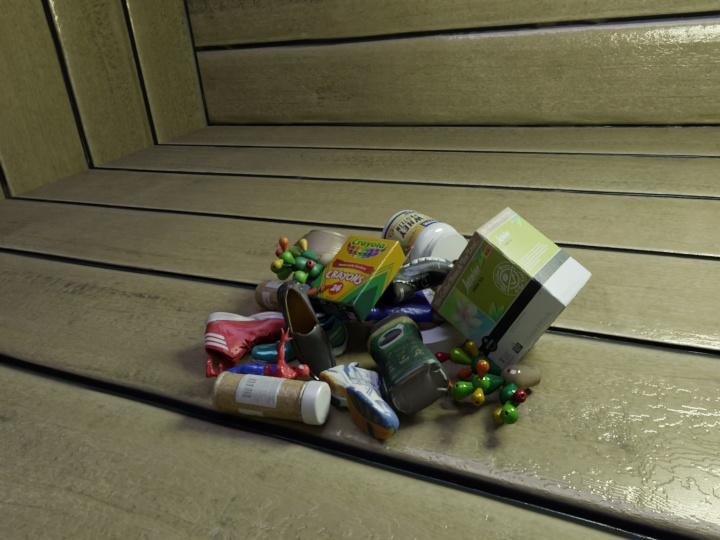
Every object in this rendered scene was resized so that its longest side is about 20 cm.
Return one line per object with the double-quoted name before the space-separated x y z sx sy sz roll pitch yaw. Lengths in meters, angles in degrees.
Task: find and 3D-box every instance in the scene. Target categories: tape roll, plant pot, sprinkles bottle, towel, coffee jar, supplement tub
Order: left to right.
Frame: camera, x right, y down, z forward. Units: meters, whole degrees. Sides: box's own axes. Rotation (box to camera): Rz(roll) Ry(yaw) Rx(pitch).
"sprinkles bottle" -0.152 0.215 1.017 0.196 0.069 0.068 3 26 19
"sprinkles bottle" -0.169 0.058 1.314 0.067 0.069 0.199 -20 11 -27
"plant pot" -0.079 -0.038 1.411 0.197 0.094 0.201 11 -10 2
"towel" 0.037 0.064 1.223 0.196 0.050 0.148 2 28 -13
"coffee jar" 0.075 0.154 1.045 0.103 0.086 0.200 -32 26 2
"tape roll" 0.123 0.112 1.232 0.199 0.038 0.203 -5 24 2
"supplement tub" 0.156 -0.057 1.457 0.143 0.147 0.199 -19 27 -26

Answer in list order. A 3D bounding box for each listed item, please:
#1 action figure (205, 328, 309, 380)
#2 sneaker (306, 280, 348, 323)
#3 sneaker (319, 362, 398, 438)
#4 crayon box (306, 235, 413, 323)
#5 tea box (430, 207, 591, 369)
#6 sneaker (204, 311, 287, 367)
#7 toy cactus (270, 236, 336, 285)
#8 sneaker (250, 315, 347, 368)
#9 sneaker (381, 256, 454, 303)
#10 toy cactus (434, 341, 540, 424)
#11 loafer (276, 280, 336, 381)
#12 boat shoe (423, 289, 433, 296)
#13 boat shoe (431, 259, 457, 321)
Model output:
"action figure" -0.182 0.159 1.103 0.196 0.101 0.065 1 -17 19
"sneaker" -0.101 0.068 1.322 0.197 0.082 0.146 13 26 25
"sneaker" 0.012 0.206 1.012 0.087 0.077 0.199 -20 29 -29
"crayon box" 0.000 0.000 1.150 0.125 0.051 0.201 8 50 40
"tea box" 0.266 0.036 1.086 0.196 0.202 0.133 42 44 18
"sneaker" -0.221 0.150 1.223 0.196 0.079 0.117 -1 48 -5
"toy cactus" -0.105 -0.021 1.238 0.162 0.104 0.200 -1 7 -11
"sneaker" -0.123 0.137 1.184 0.197 0.081 0.078 -14 26 -15
"sneaker" 0.092 0.025 1.174 0.196 0.067 0.091 -4 35 8
"toy cactus" 0.226 0.177 1.005 0.162 0.104 0.200 -5 14 -21
"loafer" -0.100 0.116 1.088 0.072 0.202 0.072 -27 2 -5
"boat shoe" 0.093 0.020 1.396 0.071 0.070 0.199 -19 28 -27
"boat shoe" 0.185 0.038 1.245 0.074 0.073 0.201 0 25 13
